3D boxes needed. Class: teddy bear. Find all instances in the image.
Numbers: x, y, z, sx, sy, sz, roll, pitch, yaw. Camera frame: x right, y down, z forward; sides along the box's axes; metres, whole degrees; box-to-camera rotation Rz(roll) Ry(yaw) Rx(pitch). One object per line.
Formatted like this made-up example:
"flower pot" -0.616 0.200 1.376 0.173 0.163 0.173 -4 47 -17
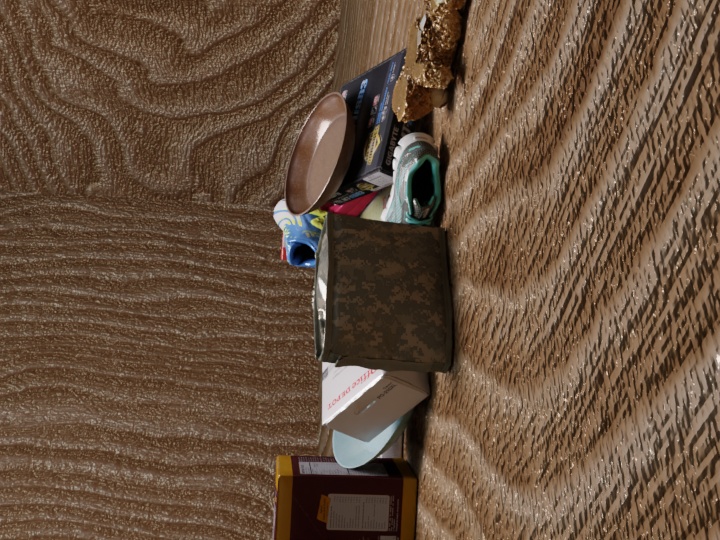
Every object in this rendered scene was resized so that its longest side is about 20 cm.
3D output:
"teddy bear" 0.097 -0.283 1.221 0.145 0.066 0.202 -129 48 -68

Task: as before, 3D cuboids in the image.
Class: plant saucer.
"plant saucer" 0.032 0.204 1.415 0.201 0.039 0.202 -46 26 30
"plant saucer" -0.058 -0.175 1.488 0.200 0.036 0.202 -44 36 45

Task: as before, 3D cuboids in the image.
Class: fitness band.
"fitness band" -0.003 -0.170 1.561 0.200 0.037 0.144 -47 35 35

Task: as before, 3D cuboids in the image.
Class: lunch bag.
"lunch bag" 0.026 0.043 1.203 0.118 0.163 0.201 109 164 -51

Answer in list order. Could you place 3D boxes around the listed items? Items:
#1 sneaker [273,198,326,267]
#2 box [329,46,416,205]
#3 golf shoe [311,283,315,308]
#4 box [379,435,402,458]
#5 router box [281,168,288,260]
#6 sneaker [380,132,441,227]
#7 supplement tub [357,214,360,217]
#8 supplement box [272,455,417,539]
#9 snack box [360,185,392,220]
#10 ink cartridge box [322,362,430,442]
"sneaker" -0.097 -0.061 1.541 0.199 0.105 0.076 25 123 41
"box" 0.016 -0.214 1.466 0.198 0.049 0.202 -12 62 58
"golf shoe" 0.000 0.000 1.564 0.200 0.078 0.097 -51 26 -2
"box" 0.042 0.273 1.574 0.144 0.036 0.202 132 142 -81
"router box" -0.054 -0.105 1.901 0.049 0.198 0.181 -122 35 -82
"sneaker" 0.071 -0.080 1.289 0.091 0.077 0.202 -117 29 -71
"supplement tub" 0.009 -0.163 1.687 0.123 0.121 0.202 159 113 -84
"supplement box" -0.029 0.384 1.406 0.133 0.198 0.199 -164 77 -84
"snack box" 0.044 -0.083 1.501 0.116 0.037 0.201 -41 40 45
"ink cartridge box" 0.017 0.120 1.368 0.145 0.084 0.201 -44 33 34
